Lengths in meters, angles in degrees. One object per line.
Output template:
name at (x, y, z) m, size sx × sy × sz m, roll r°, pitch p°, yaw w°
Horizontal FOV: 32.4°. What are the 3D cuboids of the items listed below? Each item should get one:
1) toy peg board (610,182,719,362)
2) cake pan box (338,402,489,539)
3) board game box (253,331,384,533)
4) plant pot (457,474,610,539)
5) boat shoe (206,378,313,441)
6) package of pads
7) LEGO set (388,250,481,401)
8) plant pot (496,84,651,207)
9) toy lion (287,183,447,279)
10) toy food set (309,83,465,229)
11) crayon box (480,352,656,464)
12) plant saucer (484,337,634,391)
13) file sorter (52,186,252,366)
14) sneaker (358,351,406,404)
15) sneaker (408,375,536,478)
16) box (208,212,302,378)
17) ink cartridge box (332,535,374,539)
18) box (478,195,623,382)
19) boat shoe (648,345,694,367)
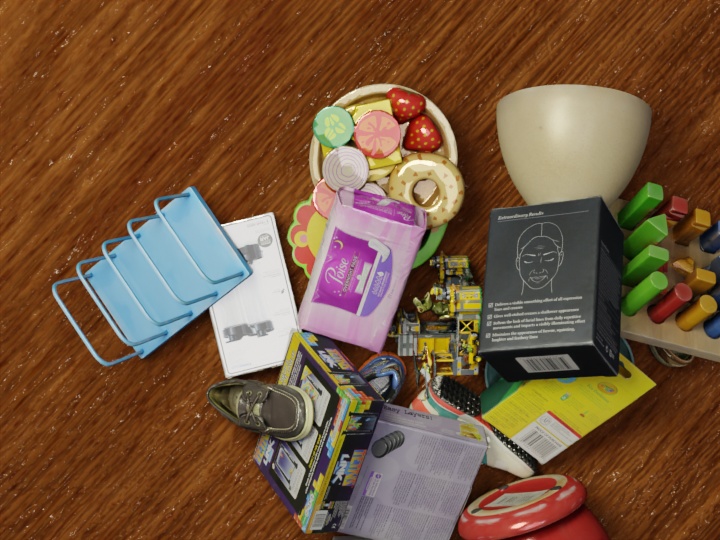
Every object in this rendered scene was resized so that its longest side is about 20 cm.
toy peg board at (0.418, -0.006, 1.614) m, size 0.198 × 0.098 × 0.201 m, roll 14°, pitch 60°, yaw -14°
cake pan box at (0.052, 0.277, 1.639) m, size 0.183 × 0.052 × 0.201 m, roll 14°, pitch 116°, yaw -9°
board game box at (-0.057, 0.206, 1.587) m, size 0.056 × 0.165 × 0.201 m, roll 5°, pitch 116°, yaw -33°
plant pot at (0.236, 0.375, 1.625) m, size 0.199 × 0.200 × 0.184 m, roll -18°, pitch 92°, yaw -3°
boat shoe at (-0.132, 0.178, 1.593) m, size 0.064 × 0.199 × 0.074 m, roll 7°, pitch 86°, yaw -35°
package of pads at (0.000, 0.000, 1.584) m, size 0.120 × 0.076 × 0.201 m, roll 16°, pitch 117°, yaw -5°
LEGO set at (0.090, 0.061, 1.617) m, size 0.115 × 0.200 × 0.155 m, roll -1°, pitch 115°, yaw -2°
plant pot at (0.271, -0.141, 1.593) m, size 0.199 × 0.200 × 0.136 m, roll 5°, pitch 79°, yaw -4°
toy lion at (0.009, -0.058, 1.666) m, size 0.199 × 0.069 × 0.193 m, roll 20°, pitch 98°, yaw -5°
toy food set at (0.028, -0.138, 1.594) m, size 0.196 × 0.049 × 0.201 m, roll -12°, pitch 103°, yaw 3°
crayon box at (0.272, 0.158, 1.631) m, size 0.127 × 0.051 × 0.200 m, roll 39°, pitch 119°, yaw -22°
plant saucer at (0.265, 0.126, 1.662) m, size 0.198 × 0.036 × 0.201 m, roll 2°, pitch 125°, yaw 2°
file sorter at (-0.270, 0.011, 1.577) m, size 0.200 × 0.123 × 0.139 m, roll -37°, pitch 85°, yaw 19°
sneaker at (-0.013, 0.193, 1.661) m, size 0.075 × 0.078 × 0.201 m, roll 36°, pitch 89°, yaw -4°
sneaker at (0.148, 0.228, 1.688) m, size 0.199 × 0.071 × 0.093 m, roll 37°, pitch 120°, yaw -16°
box at (-0.147, 0.032, 1.655) m, size 0.116 × 0.060 × 0.201 m, roll -15°, pitch 93°, yaw -3°
ink cartridge box at (0.002, 0.441, 1.612) m, size 0.087 × 0.200 × 0.147 m, roll 3°, pitch 93°, yaw -1°
box at (0.239, 0.025, 1.539) m, size 0.148 × 0.107 × 0.201 m, roll -6°, pitch 62°, yaw 28°
boat shoe at (0.407, 0.038, 1.685) m, size 0.075 × 0.074 × 0.201 m, roll -28°, pitch 94°, yaw -3°
